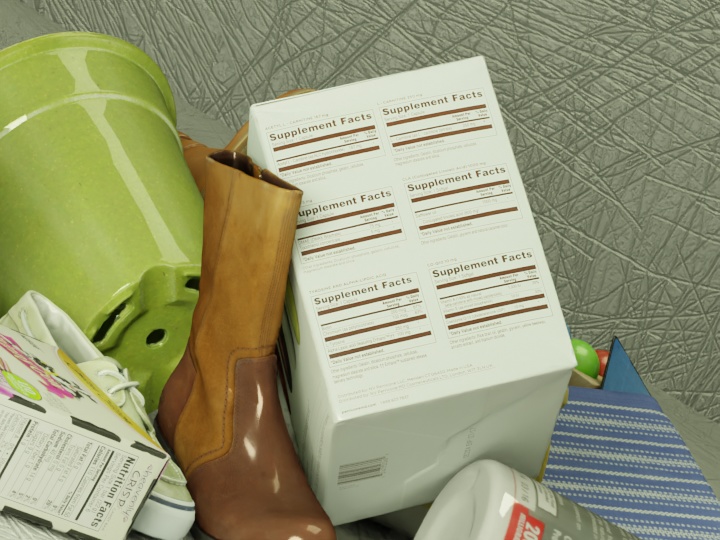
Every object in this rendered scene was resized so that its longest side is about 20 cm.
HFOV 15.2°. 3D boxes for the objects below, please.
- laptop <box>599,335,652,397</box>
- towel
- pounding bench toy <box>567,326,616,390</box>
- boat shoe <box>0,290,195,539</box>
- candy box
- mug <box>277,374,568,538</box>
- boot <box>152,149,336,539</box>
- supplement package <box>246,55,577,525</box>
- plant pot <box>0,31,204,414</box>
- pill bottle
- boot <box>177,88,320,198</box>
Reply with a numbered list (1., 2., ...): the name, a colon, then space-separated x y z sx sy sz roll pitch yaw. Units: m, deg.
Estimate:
1. laptop: 0.241 0.184 1.983 0.200 0.116 0.188 38 -12 43
2. towel: 0.168 0.139 1.842 0.144 0.024 0.200 6 29 -19
3. pounding bench toy: 0.105 0.106 2.018 0.124 0.157 0.200 34 7 27
4. boat shoe: -0.151 0.076 1.481 0.200 0.062 0.072 38 9 40
5. candy box: -0.210 0.060 1.349 0.199 0.061 0.136 26 7 -41
6. mug: 0.032 0.089 1.785 0.152 0.187 0.150 16 31 -33
7. boot: -0.049 0.050 1.499 0.068 0.201 0.188 6 17 -24
8. supplement package: 0.022 0.016 1.596 0.192 0.146 0.201 99 -22 -66
9. plant pot: -0.163 -0.013 1.681 0.200 0.200 0.190 23 21 -49
10. pill bottle: 0.131 0.203 1.586 0.199 0.114 0.114 29 7 -15
11. boot: -0.103 -0.064 1.834 0.076 0.201 0.155 21 18 -32
